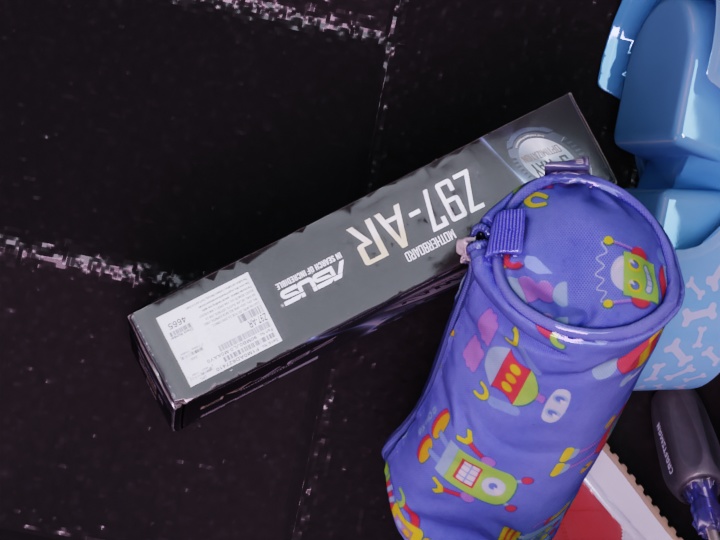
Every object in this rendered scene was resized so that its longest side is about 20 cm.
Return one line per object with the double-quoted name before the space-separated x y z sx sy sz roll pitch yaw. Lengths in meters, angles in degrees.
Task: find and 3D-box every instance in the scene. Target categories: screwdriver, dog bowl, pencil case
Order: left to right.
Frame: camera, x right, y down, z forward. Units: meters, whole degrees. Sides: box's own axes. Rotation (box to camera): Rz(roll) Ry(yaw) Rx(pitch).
"pencil case" 0.063 0.043 1.137 0.087 0.200 0.078 21 53 1
"dog bowl" 0.140 -0.041 1.245 0.050 0.111 0.200 11 88 -19
"screwdriver" 0.149 0.124 1.217 0.029 0.200 0.028 -35 127 26

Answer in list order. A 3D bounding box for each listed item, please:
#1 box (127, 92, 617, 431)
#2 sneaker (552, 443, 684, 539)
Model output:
"box" 0.000 0.000 1.198 0.200 0.160 0.044 -27 86 -7
"sneaker" 0.105 0.164 1.244 0.112 0.071 0.200 -40 86 -19
